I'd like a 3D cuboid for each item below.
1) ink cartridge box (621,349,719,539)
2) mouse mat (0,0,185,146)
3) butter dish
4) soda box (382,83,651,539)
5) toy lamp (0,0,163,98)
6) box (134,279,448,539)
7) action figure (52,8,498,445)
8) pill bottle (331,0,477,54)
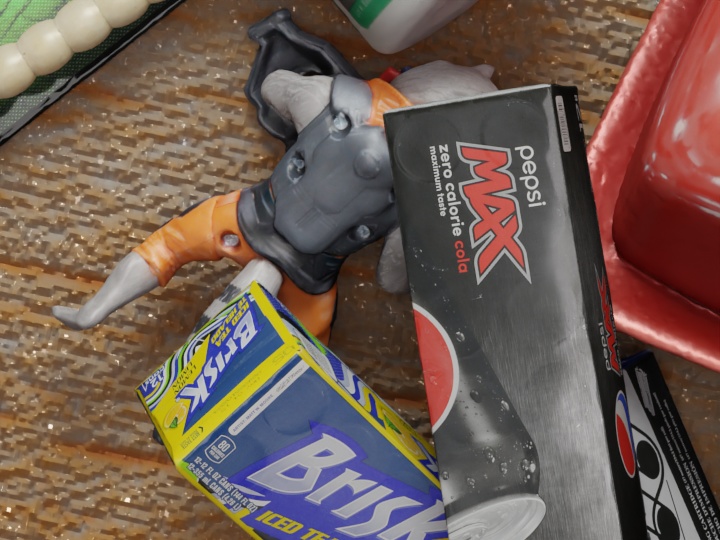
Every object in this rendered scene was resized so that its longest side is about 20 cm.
[{"bbox_3d":[0.123,0.141,1.155,0.044,0.094,0.200,-21,93,33],"label":"ink cartridge box"},{"bbox_3d":[-0.157,-0.150,1.190,0.200,0.008,0.161,-38,92,5],"label":"mouse mat"},{"bbox_3d":[0.191,-0.059,1.086,0.200,0.148,0.199,23,71,14],"label":"butter dish"},{"bbox_3d":[0.061,0.032,1.072,0.071,0.063,0.200,-9,90,13],"label":"soda box"},{"bbox_3d":[-0.126,-0.095,1.164,0.200,0.058,0.058,-32,93,1],"label":"toy lamp"},{"bbox_3d":[0.003,0.096,1.130,0.070,0.064,0.200,-43,122,4],"label":"box"},{"bbox_3d":[0.000,0.000,1.151,0.200,0.105,0.193,40,103,0],"label":"action figure"},{"bbox_3d":[-0.010,-0.194,1.113,0.113,0.113,0.200,-40,88,4],"label":"pill bottle"}]
